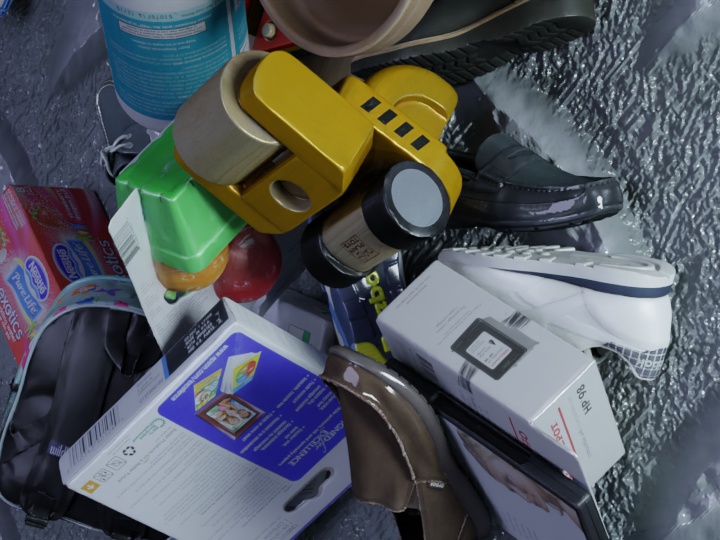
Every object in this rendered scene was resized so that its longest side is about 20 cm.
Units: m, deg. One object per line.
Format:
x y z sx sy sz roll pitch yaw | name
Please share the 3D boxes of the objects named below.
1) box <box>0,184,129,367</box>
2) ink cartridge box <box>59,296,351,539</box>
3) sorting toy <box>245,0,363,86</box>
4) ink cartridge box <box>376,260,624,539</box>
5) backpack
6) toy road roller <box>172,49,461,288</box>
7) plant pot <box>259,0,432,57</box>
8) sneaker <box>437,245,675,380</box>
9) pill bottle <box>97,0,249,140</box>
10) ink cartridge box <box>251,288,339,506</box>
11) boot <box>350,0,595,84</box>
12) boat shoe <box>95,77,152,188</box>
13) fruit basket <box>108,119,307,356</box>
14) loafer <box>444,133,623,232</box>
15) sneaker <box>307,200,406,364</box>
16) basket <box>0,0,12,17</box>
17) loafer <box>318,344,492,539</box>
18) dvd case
-0.272 0.025 1.621 0.095 0.100 0.200 -48 58 33 | box
-0.095 0.135 1.369 0.198 0.200 0.043 -44 37 17 | ink cartridge box
-0.076 -0.179 1.456 0.199 0.070 0.200 32 111 40 | sorting toy
0.112 0.090 1.230 0.067 0.116 0.200 -43 49 -16 | ink cartridge box
-0.199 0.105 1.455 0.151 0.177 0.200 -81 7 -67 | backpack
-0.018 -0.096 1.248 0.123 0.200 0.146 -32 26 53 | toy road roller
0.011 -0.247 1.178 0.201 0.093 0.201 15 110 48 | plant pot
0.132 0.024 1.252 0.200 0.076 0.081 12 107 45 | sneaker
-0.142 -0.181 1.352 0.111 0.111 0.200 50 157 33 | pill bottle
-0.097 0.089 1.488 0.200 0.050 0.161 21 104 40 | ink cartridge box
0.080 -0.222 1.313 0.200 0.077 0.139 -13 76 30 | boot
-0.199 -0.101 1.579 0.073 0.062 0.200 -47 59 33 | boat shoe
-0.112 -0.027 1.351 0.094 0.185 0.200 24 148 29 | fruit basket
0.105 -0.065 1.278 0.200 0.068 0.071 4 100 48 | loafer
0.000 0.000 1.358 0.082 0.074 0.200 -179 78 -80 | sneaker
-0.390 -0.328 1.702 0.200 0.139 0.177 -131 53 -69 | basket
0.025 0.138 1.245 0.073 0.071 0.200 19 147 58 | loafer
0.102 0.151 1.246 0.018 0.143 0.200 -43 48 -16 | dvd case
